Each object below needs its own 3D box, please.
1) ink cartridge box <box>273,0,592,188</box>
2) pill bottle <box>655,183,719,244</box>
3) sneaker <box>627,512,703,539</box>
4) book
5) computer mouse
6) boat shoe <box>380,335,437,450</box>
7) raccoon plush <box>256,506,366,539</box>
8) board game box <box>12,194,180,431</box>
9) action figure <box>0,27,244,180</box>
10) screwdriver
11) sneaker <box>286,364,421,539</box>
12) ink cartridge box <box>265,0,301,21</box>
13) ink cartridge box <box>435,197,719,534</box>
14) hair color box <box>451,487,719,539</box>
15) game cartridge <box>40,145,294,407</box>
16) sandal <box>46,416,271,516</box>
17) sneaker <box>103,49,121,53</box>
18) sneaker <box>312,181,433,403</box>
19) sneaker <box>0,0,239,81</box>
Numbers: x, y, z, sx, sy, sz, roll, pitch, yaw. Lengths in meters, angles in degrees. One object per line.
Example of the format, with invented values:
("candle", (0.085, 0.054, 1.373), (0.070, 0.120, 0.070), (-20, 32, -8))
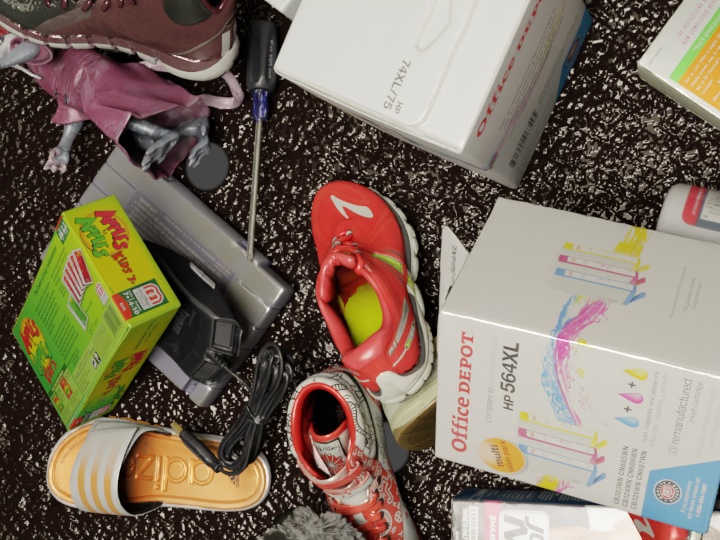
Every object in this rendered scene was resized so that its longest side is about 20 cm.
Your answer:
("ink cartridge box", (0.060, -0.162, 0.839), (0.145, 0.200, 0.148), (26, 95, 17))
("pill bottle", (0.295, 0.019, 0.798), (0.198, 0.119, 0.121), (15, 92, 18))
("sneaker", (0.169, 0.123, 0.808), (0.084, 0.201, 0.077), (2, 124, -15))
("book", (0.317, -0.142, 0.838), (0.200, 0.048, 0.134), (38, 96, 15))
("computer mouse", (-0.132, 0.067, 0.943), (0.199, 0.046, 0.141), (35, 121, 25))
("boat shoe", (0.094, 0.050, 0.887), (0.199, 0.074, 0.067), (-37, 54, 6))
("raccoon plush", (-0.015, 0.261, 0.861), (0.199, 0.097, 0.135), (20, 134, 7))
("board game box", (-0.214, 0.039, 0.938), (0.102, 0.047, 0.200), (57, 143, 13))
("action figure", (-0.215, -0.156, 0.945), (0.199, 0.134, 0.149), (35, 74, 16))
("screwdriver", (-0.082, -0.106, 0.968), (0.028, 0.029, 0.202), (-1, 85, 20))
("sneaker", (-0.006, 0.172, 0.893), (0.067, 0.108, 0.203), (-13, 84, 17))
("ink cartridge box", (-0.027, -0.299, 0.903), (0.145, 0.145, 0.201), (39, 98, 16))
("ink cartridge box", (0.135, 0.053, 0.739), (0.198, 0.125, 0.129), (12, 130, 17))
("hair color box", (0.167, 0.215, 0.861), (0.198, 0.060, 0.101), (-1, 87, 17))
("game cartridge", (-0.162, 0.001, 0.992), (0.200, 0.038, 0.130), (40, 96, 16))
("sandal", (-0.176, 0.162, 0.974), (0.205, 0.059, 0.080), (-1, 87, 18))
("sneaker", (-0.199, -0.287, 0.973), (0.075, 0.115, 0.202), (19, 93, 18))
("sneaker", (0.000, 0.000, 0.879), (0.077, 0.085, 0.201), (-33, 49, 16))
("sneaker", (-0.181, -0.216, 0.872), (0.198, 0.116, 0.076), (12, 60, -8))
